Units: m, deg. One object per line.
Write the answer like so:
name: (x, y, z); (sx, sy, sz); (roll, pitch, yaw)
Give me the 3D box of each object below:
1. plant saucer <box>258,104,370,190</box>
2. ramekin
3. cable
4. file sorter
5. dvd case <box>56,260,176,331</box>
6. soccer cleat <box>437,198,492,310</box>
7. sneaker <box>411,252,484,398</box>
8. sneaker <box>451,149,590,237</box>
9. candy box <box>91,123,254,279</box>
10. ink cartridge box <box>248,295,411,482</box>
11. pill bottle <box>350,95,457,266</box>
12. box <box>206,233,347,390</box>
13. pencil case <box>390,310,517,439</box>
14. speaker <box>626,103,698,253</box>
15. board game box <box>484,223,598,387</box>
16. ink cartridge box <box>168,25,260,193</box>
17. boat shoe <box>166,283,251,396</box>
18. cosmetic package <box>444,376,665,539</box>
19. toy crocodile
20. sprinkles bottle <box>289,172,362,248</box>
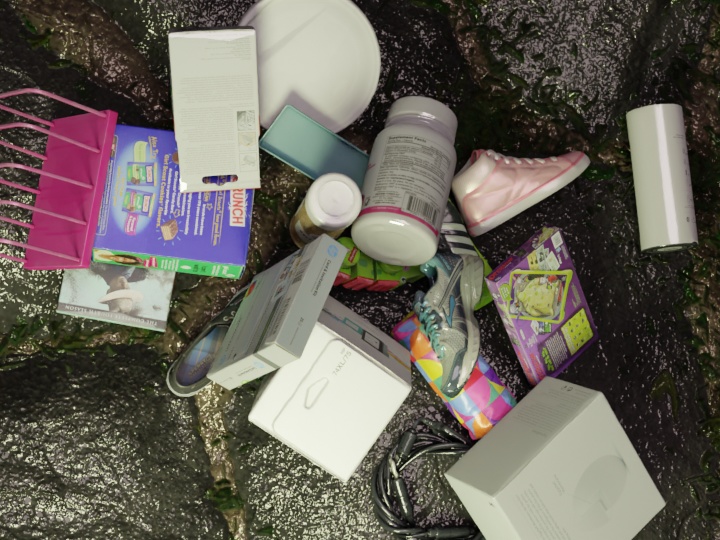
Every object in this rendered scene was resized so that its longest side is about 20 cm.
plant saucer: (-0.041, -0.148, 1.707); (0.199, 0.019, 0.070); (30, 109, -30)
ramekin: (-0.078, -0.282, 1.699); (0.201, 0.094, 0.204); (-4, 113, -9)
cable: (0.116, 0.301, 1.703); (0.199, 0.051, 0.164); (35, 78, -4)
file sorter: (-0.408, -0.113, 1.606); (0.125, 0.138, 0.201); (18, 77, -43)
dvd case: (-0.308, -0.030, 1.694); (0.145, 0.022, 0.201); (11, 81, -8)
soccer cleat: (0.110, -0.034, 1.735); (0.200, 0.067, 0.081); (54, 47, 0)
sneaker: (0.103, 0.067, 1.641); (0.086, 0.078, 0.201); (12, 58, -12)
sneaker: (0.213, -0.137, 1.769); (0.199, 0.075, 0.105); (-30, 93, -8)
candy box: (-0.239, -0.088, 1.665); (0.199, 0.077, 0.170); (7, 77, -8)
ink cartridge box: (-0.034, 0.140, 1.607); (0.146, 0.200, 0.147); (34, 98, -4)
pill bottle: (0.062, -0.117, 1.667); (0.113, 0.113, 0.201); (18, 62, -7)
box: (-0.104, 0.054, 1.566); (0.041, 0.200, 0.157); (34, 60, -19)
pencil case: (0.127, 0.127, 1.715); (0.088, 0.088, 0.200); (-36, 90, -12)
speaker: (0.421, -0.129, 1.802); (0.081, 0.081, 0.202); (-4, 83, -10)
board game box: (0.243, 0.050, 1.710); (0.120, 0.032, 0.201); (-42, 128, -22)
ink cartridge box: (-0.182, -0.203, 1.624); (0.108, 0.050, 0.201); (-4, 107, -9)
boat shoe: (-0.173, 0.084, 1.677); (0.200, 0.066, 0.070); (-41, 90, -12)
cosmetic package: (0.249, 0.281, 1.652); (0.200, 0.123, 0.200); (-40, 113, -20)
toy crocodile: (0.000, 0.000, 1.696); (0.199, 0.067, 0.062); (8, 69, -34)
sprinkles bottle: (-0.047, -0.071, 1.652); (0.068, 0.200, 0.069); (1, 81, -9)
